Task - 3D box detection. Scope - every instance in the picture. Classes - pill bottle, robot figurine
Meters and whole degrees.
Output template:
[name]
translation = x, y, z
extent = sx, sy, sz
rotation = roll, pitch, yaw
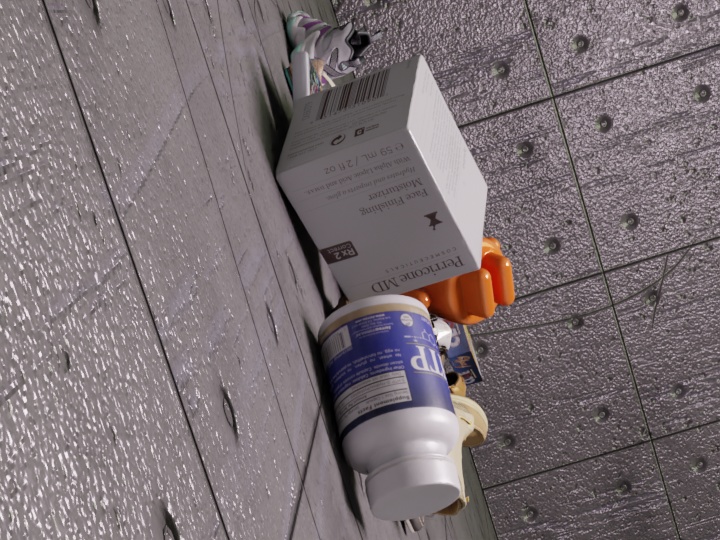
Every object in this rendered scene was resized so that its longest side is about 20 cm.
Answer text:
[pill bottle]
translation = 0.033, 0.137, 1.359
extent = 0.120, 0.119, 0.201
rotation = 64, 10, -61
[robot figurine]
translation = 0.108, 0.002, 1.773
extent = 0.199, 0.144, 0.117
rotation = 17, -15, 44

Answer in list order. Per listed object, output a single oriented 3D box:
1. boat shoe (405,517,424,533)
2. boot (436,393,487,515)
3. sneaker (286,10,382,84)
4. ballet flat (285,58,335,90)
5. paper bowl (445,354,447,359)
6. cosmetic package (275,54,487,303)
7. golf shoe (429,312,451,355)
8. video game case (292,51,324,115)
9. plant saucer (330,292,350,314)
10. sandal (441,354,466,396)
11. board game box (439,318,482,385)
[boat shoe]
translation = 0.059, 0.224, 1.713
extent = 0.067, 0.057, 0.201
rotation = 60, 14, -69
[boot]
translation = 0.104, 0.224, 1.663
extent = 0.200, 0.072, 0.156
rotation = 40, 36, -53
[sneaker]
translation = -0.036, -0.347, 2.083
extent = 0.201, 0.139, 0.078
rotation = -100, 171, -50
[ballet flat]
translation = -0.046, -0.206, 1.933
extent = 0.068, 0.067, 0.201
rotation = -102, 174, -62
[paper bowl]
translation = 0.052, 0.044, 1.966
extent = 0.201, 0.104, 0.202
rotation = -16, 90, -85
[cosmetic package]
translation = 0.030, -0.099, 1.545
extent = 0.200, 0.164, 0.165
rotation = 59, 24, -30
[golf shoe]
translation = 0.061, 0.078, 1.673
extent = 0.200, 0.094, 0.078
rotation = -12, 87, -80
[video game case]
translation = -0.053, -0.138, 1.686
extent = 0.182, 0.023, 0.201
rotation = 62, 24, -67
[plant saucer]
translation = 0.003, 0.124, 1.590
extent = 0.200, 0.029, 0.201
rotation = -16, 90, -85
[sandal]
translation = 0.112, 0.167, 1.790
extent = 0.200, 0.054, 0.081
rotation = 75, 28, -60
[board game box]
translation = 0.123, 0.050, 1.946
extent = 0.136, 0.034, 0.201
rotation = 61, 12, -64
